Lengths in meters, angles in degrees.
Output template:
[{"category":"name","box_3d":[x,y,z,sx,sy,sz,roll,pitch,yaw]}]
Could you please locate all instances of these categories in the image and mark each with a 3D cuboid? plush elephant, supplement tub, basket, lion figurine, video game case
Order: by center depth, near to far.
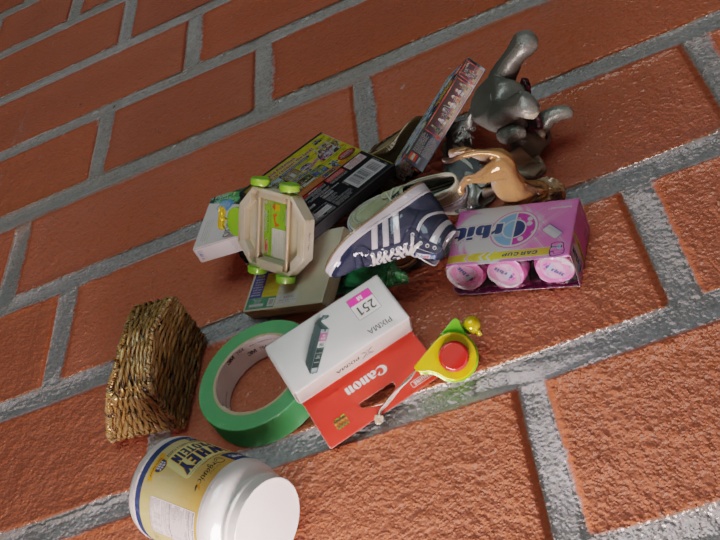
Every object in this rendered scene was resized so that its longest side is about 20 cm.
[{"category":"supplement tub","box_3d":[-0.193,0.309,1.284,0.198,0.145,0.145,9,55,37]},{"category":"lion figurine","box_3d":[0.216,-0.133,1.438,0.121,0.199,0.073,-11,65,33]},{"category":"basket","box_3d":[-0.352,0.150,1.539,0.147,0.143,0.201,-12,44,20]},{"category":"plush elephant","box_3d":[0.259,-0.241,1.542,0.200,0.154,0.166,-42,36,44]},{"category":"video game case","box_3d":[-0.071,-0.144,1.607,0.180,0.026,0.200,28,55,36]}]

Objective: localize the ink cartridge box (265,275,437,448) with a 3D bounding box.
[{"category":"ink cartridge box","box_3d":[-0.010,0.126,1.379,0.199,0.044,0.174,-32,57,-9]}]

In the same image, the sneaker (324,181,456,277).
[{"category":"sneaker","box_3d":[0.050,-0.031,1.424,0.199,0.070,0.109,-39,77,-9]}]

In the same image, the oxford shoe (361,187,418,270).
[{"category":"oxford shoe","box_3d":[0.038,-0.074,1.576,0.071,0.072,0.201,-28,43,1]}]

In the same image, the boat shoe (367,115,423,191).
[{"category":"boat shoe","box_3d":[0.044,-0.191,1.700,0.200,0.072,0.072,-47,13,-8]}]

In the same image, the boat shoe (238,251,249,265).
[{"category":"boat shoe","box_3d":[-0.126,-0.077,1.686,0.200,0.063,0.074,-26,36,4]}]

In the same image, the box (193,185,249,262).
[{"category":"box","box_3d":[-0.181,-0.096,1.662,0.198,0.037,0.145,-14,39,20]}]

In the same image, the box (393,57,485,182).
[{"category":"box","box_3d":[0.125,-0.246,1.609,0.201,0.040,0.137,-58,6,-6]}]

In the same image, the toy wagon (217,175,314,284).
[{"category":"toy wagon","box_3d":[-0.152,-0.070,1.544,0.199,0.157,0.039,17,19,41]}]

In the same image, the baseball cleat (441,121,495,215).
[{"category":"baseball cleat","box_3d":[0.180,-0.166,1.595,0.105,0.070,0.202,-1,53,13]}]

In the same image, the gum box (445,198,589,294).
[{"category":"gum box","box_3d":[0.225,-0.033,1.421,0.198,0.066,0.114,-5,46,28]}]

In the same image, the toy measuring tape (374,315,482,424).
[{"category":"toy measuring tape","box_3d":[0.104,0.148,1.330,0.200,0.074,0.073,-50,42,-1]}]

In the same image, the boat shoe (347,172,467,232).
[{"category":"boat shoe","box_3d":[0.067,-0.108,1.512,0.198,0.062,0.073,-20,60,11]}]

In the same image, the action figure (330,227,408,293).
[{"category":"action figure","box_3d":[0.000,0.000,1.516,0.199,0.054,0.119,12,85,48]}]

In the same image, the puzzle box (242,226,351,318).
[{"category":"puzzle box","box_3d":[-0.102,0.005,1.559,0.199,0.025,0.134,-8,58,46]}]

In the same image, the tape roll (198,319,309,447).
[{"category":"tape roll","box_3d":[-0.147,0.168,1.469,0.198,0.048,0.202,-17,43,16]}]
